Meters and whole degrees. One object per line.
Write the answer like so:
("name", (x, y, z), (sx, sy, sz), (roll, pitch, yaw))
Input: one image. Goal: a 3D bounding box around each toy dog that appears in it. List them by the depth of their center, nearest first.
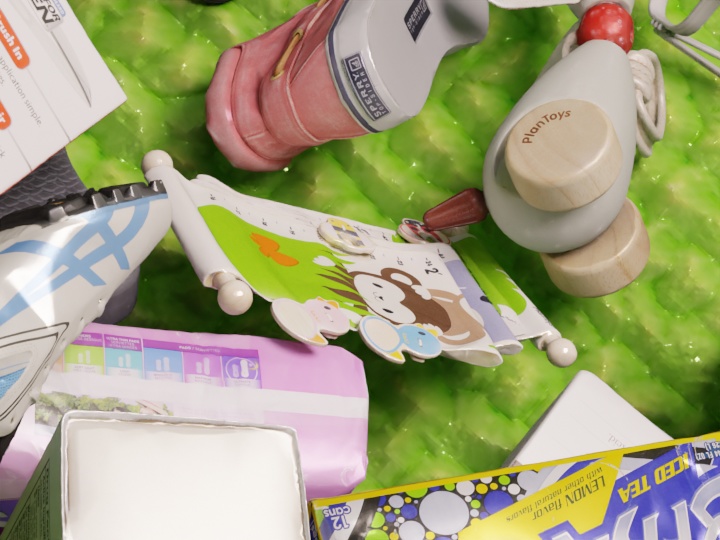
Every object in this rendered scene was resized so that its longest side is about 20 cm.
("toy dog", (0.080, -0.075, 1.100), (0.096, 0.133, 0.200), (-6, 31, 15))

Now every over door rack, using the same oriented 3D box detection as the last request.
("over door rack", (0.227, -0.080, 1.127), (0.147, 0.067, 0.200), (23, 23, -19))

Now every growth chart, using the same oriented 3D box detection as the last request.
("growth chart", (0.000, 0.000, 1.015), (0.199, 0.018, 0.145), (12, 23, -37))

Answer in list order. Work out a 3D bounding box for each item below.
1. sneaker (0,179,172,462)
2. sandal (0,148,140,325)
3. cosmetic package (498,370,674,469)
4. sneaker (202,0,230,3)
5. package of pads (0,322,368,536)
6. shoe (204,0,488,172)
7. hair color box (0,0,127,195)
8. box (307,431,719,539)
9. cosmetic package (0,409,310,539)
("sneaker", (-0.134, 0.028, 0.856), (0.200, 0.072, 0.073), (-41, 111, -43))
("sandal", (-0.151, -0.035, 1.006), (0.076, 0.043, 0.201), (-7, 41, -21))
("cosmetic package", (0.072, 0.154, 0.996), (0.113, 0.081, 0.200), (36, 56, 3))
("sneaker", (-0.041, -0.201, 1.126), (0.060, 0.104, 0.201), (24, 58, -10))
("package of pads", (-0.106, 0.075, 0.946), (0.199, 0.121, 0.076), (5, 56, -19))
("shoe", (-0.005, -0.109, 1.112), (0.072, 0.091, 0.200), (64, 25, -17))
("hair color box", (-0.189, -0.059, 0.898), (0.200, 0.064, 0.111), (-42, 106, -45))
("box", (0.075, 0.116, 0.932), (0.199, 0.064, 0.070), (-8, 63, -19))
("cosmetic package", (-0.086, 0.137, 0.874), (0.087, 0.200, 0.104), (4, 64, -18))
